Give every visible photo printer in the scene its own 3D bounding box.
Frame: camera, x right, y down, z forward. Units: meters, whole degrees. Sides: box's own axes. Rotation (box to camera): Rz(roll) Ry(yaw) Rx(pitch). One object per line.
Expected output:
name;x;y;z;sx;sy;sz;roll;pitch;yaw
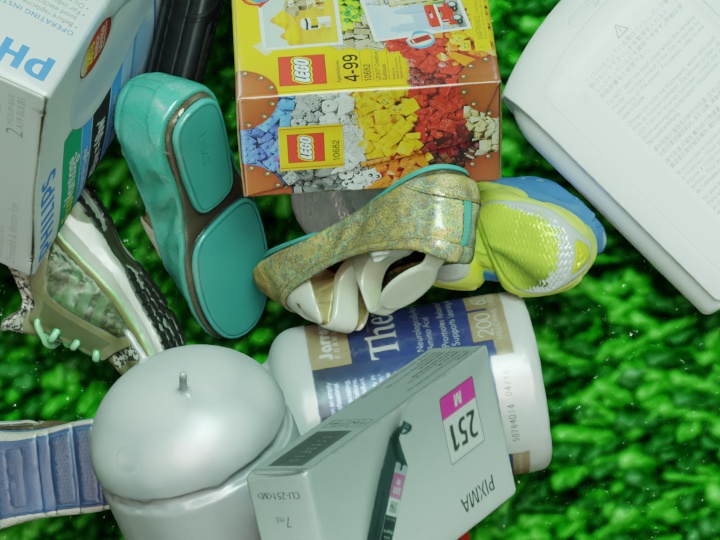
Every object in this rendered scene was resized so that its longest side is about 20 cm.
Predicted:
photo printer;0.198;-0.099;1.587;0.200;0.069;0.166;44;88;-1

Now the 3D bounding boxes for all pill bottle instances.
pill bottle;0.008;0.081;1.559;0.200;0.111;0.111;-10;89;-2

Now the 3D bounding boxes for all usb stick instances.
usb stick;-0.103;-0.137;1.527;0.033;0.200;0.055;22;48;3

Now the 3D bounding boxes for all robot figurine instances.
robot figurine;-0.081;0.124;1.454;0.113;0.170;0.200;-39;125;-29

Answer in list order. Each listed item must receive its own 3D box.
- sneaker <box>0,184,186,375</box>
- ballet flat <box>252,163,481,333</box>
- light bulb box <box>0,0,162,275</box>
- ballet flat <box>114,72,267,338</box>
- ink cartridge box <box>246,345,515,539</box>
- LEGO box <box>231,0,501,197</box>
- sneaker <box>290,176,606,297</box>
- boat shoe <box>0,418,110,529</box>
sneaker;-0.171;0.024;1.583;0.089;0.077;0.200;-33;83;8
ballet flat;0.000;0.000;1.504;0.071;0.200;0.071;15;64;-32
light bulb box;-0.192;-0.141;1.478;0.125;0.198;0.200;24;60;4
ballet flat;-0.103;-0.044;1.553;0.070;0.200;0.067;31;60;33
ink cartridge box;0.023;0.154;1.424;0.044;0.200;0.174;-4;106;33
LEGO box;-0.001;-0.138;1.522;0.149;0.200;0.077;-4;132;-2
sneaker;0.059;-0.029;1.588;0.200;0.105;0.076;19;105;27
boat shoe;-0.216;0.126;1.570;0.200;0.072;0.072;-2;86;6
